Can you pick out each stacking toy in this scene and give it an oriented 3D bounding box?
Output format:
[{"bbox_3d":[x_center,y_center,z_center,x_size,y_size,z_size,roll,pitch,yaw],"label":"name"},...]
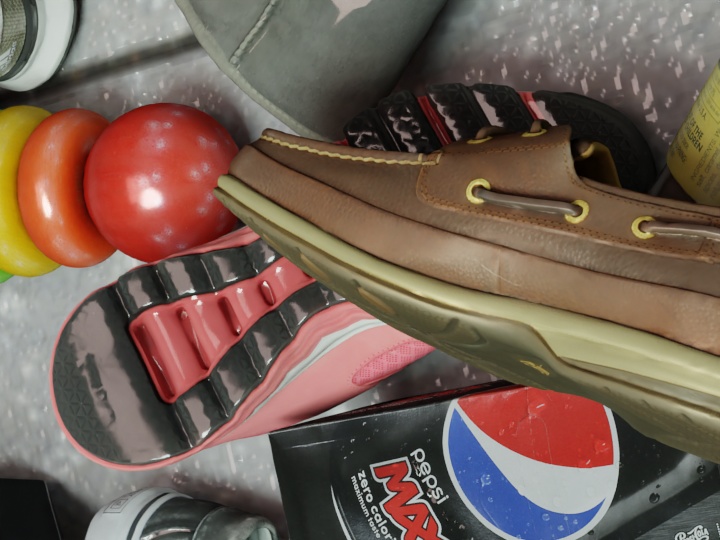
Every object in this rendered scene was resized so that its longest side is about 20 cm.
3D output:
[{"bbox_3d":[-0.128,-0.029,0.935,0.200,0.085,0.085,-4,95,29],"label":"stacking toy"}]

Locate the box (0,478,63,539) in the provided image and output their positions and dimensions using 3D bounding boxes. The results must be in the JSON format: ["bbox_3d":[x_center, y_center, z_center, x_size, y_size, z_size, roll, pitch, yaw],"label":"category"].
[{"bbox_3d":[-0.138,0.171,0.898,0.200,0.079,0.141,-124,40,-66],"label":"box"}]

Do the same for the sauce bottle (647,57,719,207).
[{"bbox_3d":[0.148,-0.082,0.734,0.065,0.065,0.200,41,117,24],"label":"sauce bottle"}]

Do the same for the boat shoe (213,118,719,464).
[{"bbox_3d":[0.049,-0.005,0.747,0.200,0.072,0.068,21,81,34],"label":"boat shoe"}]

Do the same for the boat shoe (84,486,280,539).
[{"bbox_3d":[-0.059,0.175,0.912,0.071,0.072,0.200,2,96,39],"label":"boat shoe"}]

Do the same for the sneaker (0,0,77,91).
[{"bbox_3d":[-0.202,-0.127,0.944,0.200,0.115,0.076,35,116,27],"label":"sneaker"}]

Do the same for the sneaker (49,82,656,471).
[{"bbox_3d":[0.000,0.000,0.851,0.200,0.087,0.074,-25,80,11],"label":"sneaker"}]

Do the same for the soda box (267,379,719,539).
[{"bbox_3d":[0.072,0.060,0.803,0.200,0.071,0.063,-13,88,36],"label":"soda box"}]

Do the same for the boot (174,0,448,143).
[{"bbox_3d":[0.035,-0.115,0.802,0.200,0.073,0.182,-52,51,21],"label":"boot"}]
